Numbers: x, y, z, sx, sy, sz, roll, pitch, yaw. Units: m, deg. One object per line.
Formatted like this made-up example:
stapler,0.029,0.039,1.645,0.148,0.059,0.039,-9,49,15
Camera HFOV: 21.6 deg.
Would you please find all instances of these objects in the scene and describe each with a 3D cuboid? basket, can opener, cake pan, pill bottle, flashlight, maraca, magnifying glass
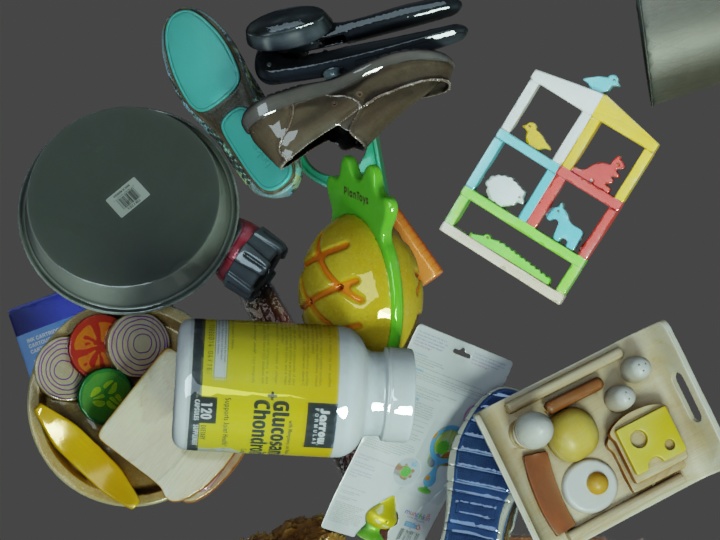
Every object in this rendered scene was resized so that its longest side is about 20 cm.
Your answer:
basket,0.334,-0.241,1.599,0.200,0.136,0.181,-7,84,8
can opener,-0.002,-0.206,1.705,0.200,0.079,0.063,-6,82,3
cake pan,-0.209,-0.060,1.686,0.200,0.037,0.200,0,72,-1
pill bottle,-0.057,0.100,1.592,0.200,0.112,0.112,3,92,-5
flashlight,-0.164,-0.051,1.733,0.200,0.068,0.068,34,59,5
maraca,0.000,0.000,1.672,0.107,0.137,0.200,-9,108,-31
magnifying glass,0.008,-0.073,1.724,0.080,0.022,0.200,-37,84,10

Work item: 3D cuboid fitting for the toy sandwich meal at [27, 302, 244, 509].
toy sandwich meal,-0.195,0.120,1.660,0.205,0.070,0.205,1,84,-10

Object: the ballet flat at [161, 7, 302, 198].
ballet flat,-0.117,-0.149,1.727,0.074,0.074,0.200,-31,80,11

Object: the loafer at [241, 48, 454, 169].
loafer,-0.004,-0.138,1.677,0.200,0.073,0.071,-20,80,-11

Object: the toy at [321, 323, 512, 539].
toy,0.043,0.149,1.694,0.047,0.115,0.200,27,94,55

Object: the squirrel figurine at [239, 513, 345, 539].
squirrel figurine,-0.057,0.309,1.669,0.187,0.141,0.200,-28,60,37

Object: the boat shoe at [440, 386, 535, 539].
boat shoe,0.107,0.202,1.678,0.072,0.072,0.200,16,75,9

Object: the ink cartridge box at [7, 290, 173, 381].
ink cartridge box,-0.237,0.078,1.753,0.136,0.076,0.200,-20,85,12

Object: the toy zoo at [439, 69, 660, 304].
toy zoo,0.177,-0.088,1.688,0.131,0.020,0.200,33,98,10

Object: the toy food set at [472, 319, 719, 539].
toy food set,0.211,0.148,1.635,0.200,0.060,0.144,-25,86,-15
